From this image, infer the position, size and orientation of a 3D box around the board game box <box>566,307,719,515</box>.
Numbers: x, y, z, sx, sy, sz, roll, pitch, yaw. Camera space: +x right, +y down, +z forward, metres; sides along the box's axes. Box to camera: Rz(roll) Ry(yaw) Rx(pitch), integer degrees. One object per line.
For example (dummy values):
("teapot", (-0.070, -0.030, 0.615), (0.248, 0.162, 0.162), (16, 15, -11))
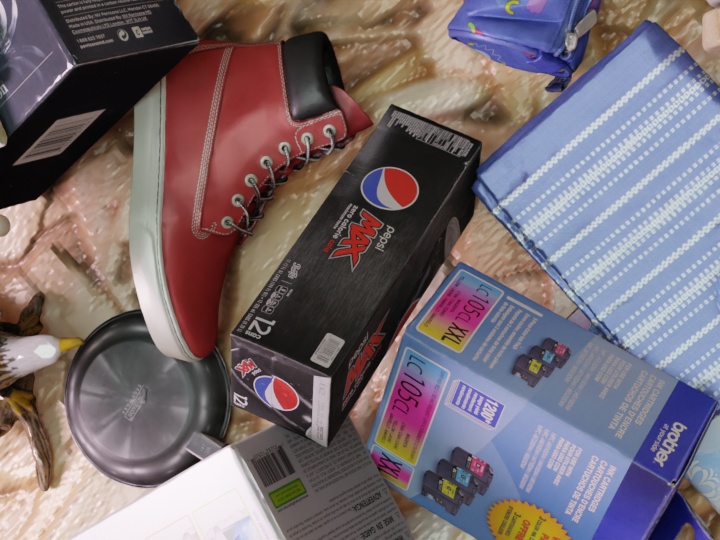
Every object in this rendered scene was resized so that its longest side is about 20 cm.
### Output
("board game box", (0.250, 0.041, 1.037), (0.200, 0.041, 0.200), (-45, 80, 10))

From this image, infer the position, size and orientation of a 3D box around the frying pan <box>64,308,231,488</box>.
("frying pan", (-0.118, 0.112, 1.138), (0.115, 0.031, 0.190), (-36, 79, 12))

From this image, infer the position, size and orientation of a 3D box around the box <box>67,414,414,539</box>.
("box", (-0.087, 0.170, 1.054), (0.200, 0.112, 0.101), (-32, 83, 33))

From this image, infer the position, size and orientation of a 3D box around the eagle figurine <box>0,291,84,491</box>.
("eagle figurine", (-0.241, 0.057, 1.077), (0.151, 0.200, 0.152), (-44, 80, 11))

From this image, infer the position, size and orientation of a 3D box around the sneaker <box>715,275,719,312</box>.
("sneaker", (0.285, 0.036, 0.971), (0.199, 0.071, 0.083), (20, 83, 0))

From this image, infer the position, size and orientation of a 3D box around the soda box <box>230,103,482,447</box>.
("soda box", (0.000, 0.000, 1.027), (0.063, 0.071, 0.200), (23, 53, 15))

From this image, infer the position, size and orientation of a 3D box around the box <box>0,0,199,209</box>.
("box", (-0.227, -0.154, 1.083), (0.200, 0.104, 0.182), (-37, 79, 40))

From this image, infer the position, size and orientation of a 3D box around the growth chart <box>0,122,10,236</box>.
("growth chart", (-0.257, -0.106, 1.043), (0.145, 0.018, 0.200), (1, 106, 38))

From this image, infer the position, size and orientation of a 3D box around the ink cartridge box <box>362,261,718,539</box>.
("ink cartridge box", (0.111, 0.102, 1.021), (0.200, 0.076, 0.137), (28, 139, 11))

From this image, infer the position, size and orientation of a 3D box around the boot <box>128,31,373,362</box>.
("boot", (-0.063, -0.046, 1.100), (0.144, 0.072, 0.200), (-2, 84, 12))

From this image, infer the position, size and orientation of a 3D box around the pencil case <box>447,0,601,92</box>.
("pencil case", (0.122, -0.208, 1.049), (0.087, 0.078, 0.200), (27, 98, 42))

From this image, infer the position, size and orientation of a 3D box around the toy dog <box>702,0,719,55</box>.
("toy dog", (0.272, -0.166, 1.021), (0.200, 0.096, 0.132), (18, 92, -2))

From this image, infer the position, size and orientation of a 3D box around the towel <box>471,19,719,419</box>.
("towel", (0.177, -0.026, 1.027), (0.145, 0.024, 0.200), (-42, 82, 9))
